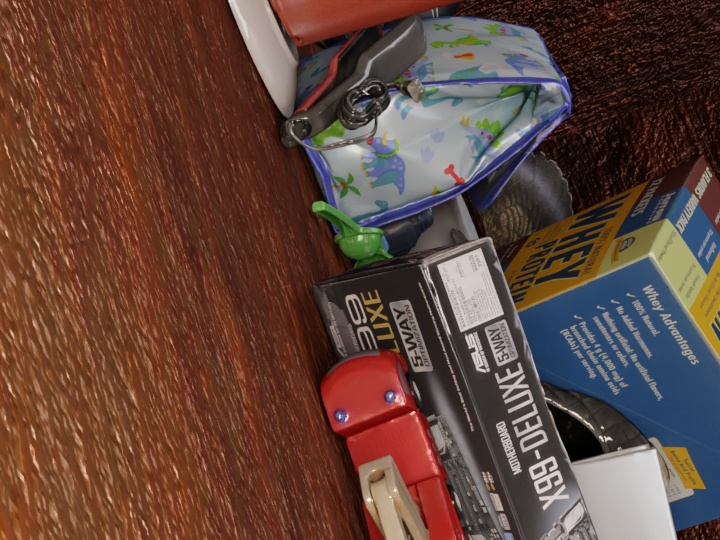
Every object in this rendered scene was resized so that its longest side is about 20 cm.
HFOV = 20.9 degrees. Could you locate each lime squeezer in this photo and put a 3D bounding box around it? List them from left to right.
[{"bbox_3d":[0.000,0.000,1.423,0.071,0.038,0.200,-65,146,-36],"label":"lime squeezer"}]

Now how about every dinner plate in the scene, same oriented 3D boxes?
[{"bbox_3d":[-0.077,-0.205,1.388,0.200,0.024,0.201,-20,90,-86],"label":"dinner plate"}]

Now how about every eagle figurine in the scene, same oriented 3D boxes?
[{"bbox_3d":[0.109,0.016,1.534,0.151,0.151,0.200,54,41,-29],"label":"eagle figurine"}]

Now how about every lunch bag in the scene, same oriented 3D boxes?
[{"bbox_3d":[0.056,-0.123,1.492,0.170,0.199,0.128,-100,168,-67],"label":"lunch bag"}]

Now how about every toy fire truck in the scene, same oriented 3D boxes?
[{"bbox_3d":[0.024,0.134,1.021,0.141,0.049,0.201,39,31,-77],"label":"toy fire truck"}]

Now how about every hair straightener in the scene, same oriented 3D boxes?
[{"bbox_3d":[0.004,-0.132,1.353,0.200,0.077,0.041,-46,129,-54],"label":"hair straightener"}]

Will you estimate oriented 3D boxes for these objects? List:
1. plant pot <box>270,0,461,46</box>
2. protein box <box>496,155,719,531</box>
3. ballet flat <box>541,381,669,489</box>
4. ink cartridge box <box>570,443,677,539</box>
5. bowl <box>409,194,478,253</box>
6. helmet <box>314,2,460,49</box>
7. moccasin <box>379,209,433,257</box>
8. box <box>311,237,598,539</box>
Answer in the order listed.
[{"bbox_3d":[0.018,-0.259,1.372,0.201,0.194,0.202,-21,90,-85],"label":"plant pot"},{"bbox_3d":[0.189,0.066,1.347,0.199,0.200,0.135,54,38,-14],"label":"protein box"},{"bbox_3d":[0.111,0.101,1.283,0.067,0.199,0.057,-62,178,40],"label":"ballet flat"},{"bbox_3d":[0.134,0.220,1.207,0.146,0.082,0.201,-28,-108,61],"label":"ink cartridge box"},{"bbox_3d":[0.079,0.032,1.754,0.201,0.090,0.202,-20,90,-84],"label":"bowl"},{"bbox_3d":[0.003,-0.275,1.599,0.191,0.199,0.201,-4,74,-77],"label":"helmet"},{"bbox_3d":[0.027,-0.050,1.597,0.081,0.068,0.200,63,3,-22],"label":"moccasin"},{"bbox_3d":[0.054,0.087,1.134,0.158,0.050,0.201,-10,-79,65],"label":"box"}]
